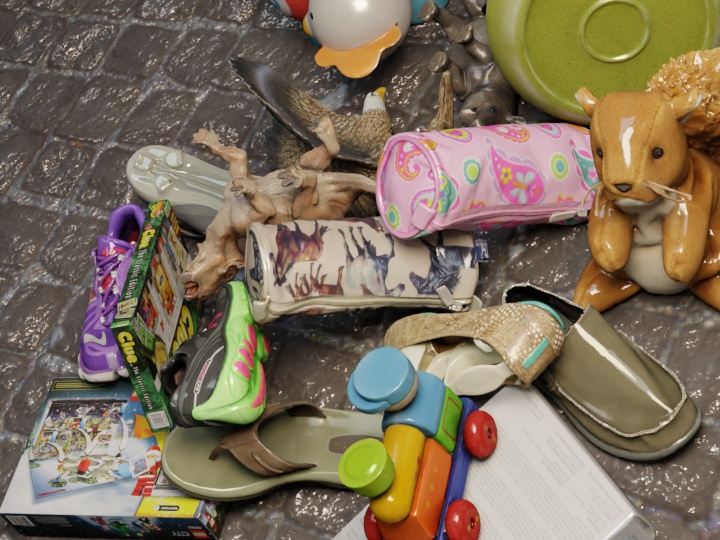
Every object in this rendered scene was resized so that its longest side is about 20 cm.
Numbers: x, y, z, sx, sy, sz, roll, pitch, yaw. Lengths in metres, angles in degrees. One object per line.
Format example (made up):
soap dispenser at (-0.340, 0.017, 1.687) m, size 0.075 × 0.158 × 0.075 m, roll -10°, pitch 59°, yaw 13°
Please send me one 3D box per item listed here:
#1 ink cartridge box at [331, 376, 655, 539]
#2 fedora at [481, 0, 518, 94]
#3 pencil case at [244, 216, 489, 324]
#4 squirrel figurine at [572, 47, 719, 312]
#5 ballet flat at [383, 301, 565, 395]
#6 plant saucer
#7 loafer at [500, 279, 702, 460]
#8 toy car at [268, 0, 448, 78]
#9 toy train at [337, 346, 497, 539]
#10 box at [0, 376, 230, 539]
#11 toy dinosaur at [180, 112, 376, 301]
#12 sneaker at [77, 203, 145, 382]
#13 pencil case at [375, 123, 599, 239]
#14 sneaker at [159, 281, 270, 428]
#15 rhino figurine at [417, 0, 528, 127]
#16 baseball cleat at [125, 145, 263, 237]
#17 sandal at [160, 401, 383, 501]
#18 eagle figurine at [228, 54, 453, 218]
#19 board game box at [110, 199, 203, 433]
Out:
ink cartridge box at (0.090, 0.195, 1.193) m, size 0.200 × 0.047 × 0.160 m, roll -42°, pitch 45°, yaw 4°
fedora at (0.196, -0.178, 1.391) m, size 0.199 × 0.200 × 0.092 m, roll 10°, pitch 92°, yaw 34°
pencil case at (0.000, 0.000, 1.309) m, size 0.198 × 0.078 × 0.090 m, roll -3°, pitch 40°, yaw -22°
squirrel figurine at (0.225, -0.084, 1.244) m, size 0.141 × 0.187 × 0.201 m, roll 6°, pitch 56°, yaw 32°
ballet flat at (0.069, 0.067, 1.245) m, size 0.200 × 0.071 × 0.065 m, roll -20°, pitch 28°, yaw 54°
plant saucer at (0.198, -0.193, 1.289) m, size 0.199 × 0.201 × 0.031 m, roll -19°, pitch 33°, yaw 14°
loafer at (0.167, 0.071, 1.228) m, size 0.075 × 0.070 × 0.200 m, roll -45°, pitch 46°, yaw -13°
toy car at (-0.017, -0.250, 1.518) m, size 0.176 × 0.185 × 0.201 m, roll -13°, pitch 48°, yaw 18°
toy train at (0.023, 0.161, 1.146) m, size 0.084 × 0.116 × 0.201 m, roll -5°, pitch 55°, yaw 31°
box at (-0.190, 0.154, 1.375) m, size 0.199 × 0.038 × 0.137 m, roll -3°, pitch 51°, yaw 27°
toy dinosaur at (-0.061, -0.050, 1.366) m, size 0.198 × 0.136 × 0.086 m, roll -9°, pitch 48°, yaw 11°
sneaker at (-0.216, 0.018, 1.451) m, size 0.080 × 0.084 × 0.201 m, roll -11°, pitch 40°, yaw 8°
pencil case at (0.108, -0.071, 1.305) m, size 0.199 × 0.088 × 0.087 m, roll -5°, pitch 30°, yaw -38°
sneaker at (-0.119, 0.066, 1.315) m, size 0.083 × 0.077 × 0.200 m, roll -16°, pitch 16°, yaw 5°
rhino figurine at (0.105, -0.176, 1.462) m, size 0.060 × 0.087 × 0.201 m, roll -34°, pitch 41°, yaw 28°
baseball cleat at (-0.116, -0.052, 1.489) m, size 0.199 × 0.107 × 0.070 m, roll 28°, pitch 73°, yaw 9°
sandal at (-0.058, 0.130, 1.284) m, size 0.199 × 0.057 × 0.080 m, roll -5°, pitch 56°, yaw 6°
eagle figurine at (-0.013, -0.110, 1.434) m, size 0.198 × 0.153 × 0.151 m, roll 3°, pitch 16°, yaw 10°
board game box at (-0.167, 0.034, 1.378) m, size 0.023 × 0.105 × 0.200 m, roll -10°, pitch 31°, yaw 9°
